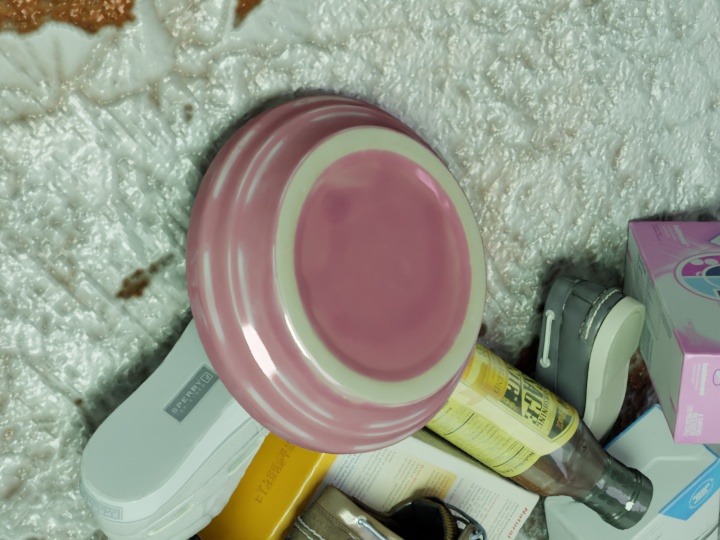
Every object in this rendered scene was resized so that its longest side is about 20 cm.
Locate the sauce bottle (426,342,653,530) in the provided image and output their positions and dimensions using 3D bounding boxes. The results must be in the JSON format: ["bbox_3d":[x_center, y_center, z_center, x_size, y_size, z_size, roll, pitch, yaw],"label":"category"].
[{"bbox_3d":[0.105,0.103,0.890,0.199,0.066,0.066,33,92,-20],"label":"sauce bottle"}]

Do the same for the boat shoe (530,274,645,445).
[{"bbox_3d":[0.145,0.082,0.957,0.073,0.063,0.201,-40,150,-36],"label":"boat shoe"}]

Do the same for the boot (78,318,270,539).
[{"bbox_3d":[-0.080,0.079,0.794,0.200,0.073,0.096,-42,157,-24],"label":"boot"}]

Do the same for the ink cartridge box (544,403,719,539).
[{"bbox_3d":[0.206,0.205,1.024,0.116,0.068,0.201,-37,144,-15],"label":"ink cartridge box"}]

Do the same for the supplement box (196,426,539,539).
[{"bbox_3d":[0.007,0.154,0.879,0.200,0.073,0.126,31,93,-41],"label":"supplement box"}]

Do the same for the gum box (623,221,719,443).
[{"bbox_3d":[0.245,0.033,0.903,0.113,0.200,0.067,0,117,0],"label":"gum box"}]

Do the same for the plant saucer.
[{"bbox_3d":[0.000,0.000,0.756,0.200,0.051,0.202,6,80,-38],"label":"plant saucer"}]

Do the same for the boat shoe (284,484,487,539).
[{"bbox_3d":[0.041,0.177,0.819,0.199,0.072,0.073,23,95,-42],"label":"boat shoe"}]
